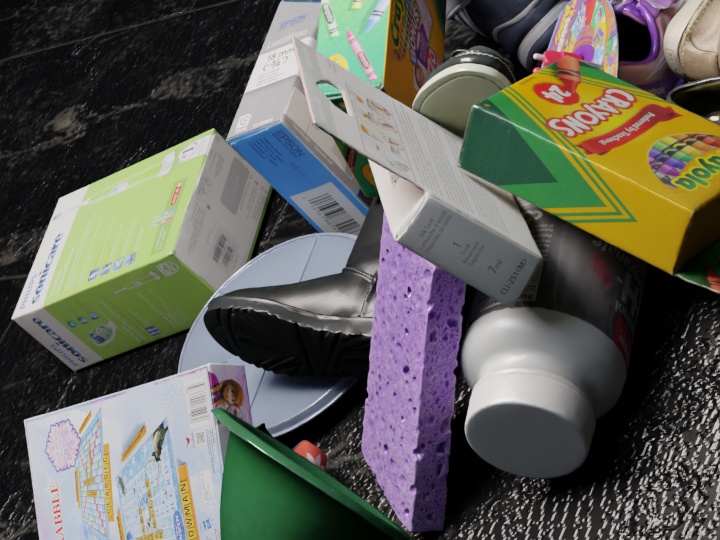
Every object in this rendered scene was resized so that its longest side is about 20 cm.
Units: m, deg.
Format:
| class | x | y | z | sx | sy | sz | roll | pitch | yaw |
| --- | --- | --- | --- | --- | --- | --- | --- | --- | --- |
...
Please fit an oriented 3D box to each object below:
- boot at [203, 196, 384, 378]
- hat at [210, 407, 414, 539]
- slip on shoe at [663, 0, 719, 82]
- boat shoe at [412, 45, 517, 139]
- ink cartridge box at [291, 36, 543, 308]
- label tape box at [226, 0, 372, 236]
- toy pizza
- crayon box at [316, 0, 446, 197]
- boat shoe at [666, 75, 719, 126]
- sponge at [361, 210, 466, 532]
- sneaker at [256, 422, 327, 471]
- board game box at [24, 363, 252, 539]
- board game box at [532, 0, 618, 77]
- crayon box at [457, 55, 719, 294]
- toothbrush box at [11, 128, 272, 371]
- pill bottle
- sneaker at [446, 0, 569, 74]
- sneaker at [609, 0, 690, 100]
| class | x | y | z | sx | sy | sz | roll | pitch | yaw |
| --- | --- | --- | --- | --- | --- | --- | --- | --- | --- |
| boot | -0.001 | -0.001 | 1.727 | 0.198 | 0.073 | 0.163 | 5 | 51 | 27 |
| hat | -0.072 | 0.211 | 1.539 | 0.176 | 0.165 | 0.200 | -57 | 19 | -3 |
| slip on shoe | 0.294 | -0.213 | 1.658 | 0.200 | 0.076 | 0.060 | -49 | 35 | -18 |
| boat shoe | 0.080 | -0.123 | 1.632 | 0.074 | 0.199 | 0.066 | 12 | 72 | 8 |
| ink cartridge box | 0.024 | -0.067 | 1.509 | 0.044 | 0.173 | 0.200 | -57 | 16 | 15 |
| label tape box | -0.016 | -0.140 | 1.884 | 0.063 | 0.144 | 0.200 | -18 | 40 | 38 |
| toy pizza | -0.055 | 0.055 | 1.803 | 0.200 | 0.032 | 0.201 | -23 | 42 | 22 |
| crayon box | 0.016 | -0.171 | 1.745 | 0.058 | 0.119 | 0.201 | -9 | 52 | 18 |
| boat shoe | 0.287 | -0.103 | 1.553 | 0.200 | 0.065 | 0.073 | -8 | 46 | 45 |
| sponge | 0.035 | 0.063 | 1.569 | 0.030 | 0.201 | 0.112 | -3 | 26 | -16 |
| sneaker | -0.103 | 0.153 | 1.720 | 0.199 | 0.075 | 0.085 | 4 | 57 | 40 |
| board game box | -0.152 | 0.185 | 1.667 | 0.199 | 0.041 | 0.201 | -17 | 76 | 39 |
| board game box | 0.127 | -0.111 | 1.680 | 0.158 | 0.039 | 0.201 | -109 | 35 | -62 |
| crayon box | 0.180 | -0.065 | 1.506 | 0.200 | 0.051 | 0.127 | 28 | 33 | 23 |
| toothbrush box | -0.188 | -0.016 | 2.004 | 0.200 | 0.086 | 0.146 | -20 | 40 | 35 |
| pill bottle | 0.128 | 0.034 | 1.540 | 0.110 | 0.111 | 0.200 | -19 | 40 | 37 |
| sneaker | 0.125 | -0.206 | 1.881 | 0.070 | 0.108 | 0.200 | -48 | 0 | 0 |
| sneaker | 0.220 | -0.180 | 1.704 | 0.080 | 0.088 | 0.201 | -10 | 45 | 47 |
